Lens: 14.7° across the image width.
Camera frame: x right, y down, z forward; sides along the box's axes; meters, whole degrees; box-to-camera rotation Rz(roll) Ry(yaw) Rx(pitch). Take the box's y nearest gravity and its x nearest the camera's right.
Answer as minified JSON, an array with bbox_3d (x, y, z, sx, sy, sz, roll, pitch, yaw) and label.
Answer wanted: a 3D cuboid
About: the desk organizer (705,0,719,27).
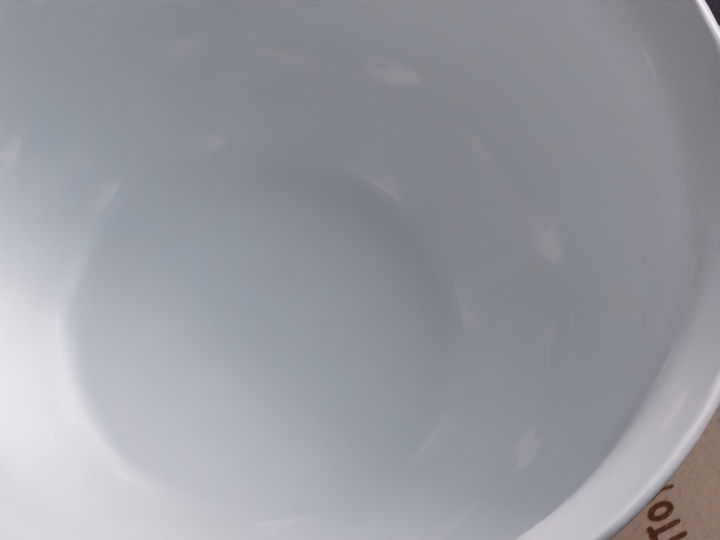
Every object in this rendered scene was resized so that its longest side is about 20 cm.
[{"bbox_3d":[0.037,0.001,0.678,0.072,0.200,0.077,46,2,26],"label":"desk organizer"}]

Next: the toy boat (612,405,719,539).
[{"bbox_3d":[0.103,0.116,0.707,0.131,0.130,0.200,59,4,-35],"label":"toy boat"}]

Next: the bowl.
[{"bbox_3d":[-0.021,-0.001,0.590,0.201,0.201,0.090,43,-20,16],"label":"bowl"}]
